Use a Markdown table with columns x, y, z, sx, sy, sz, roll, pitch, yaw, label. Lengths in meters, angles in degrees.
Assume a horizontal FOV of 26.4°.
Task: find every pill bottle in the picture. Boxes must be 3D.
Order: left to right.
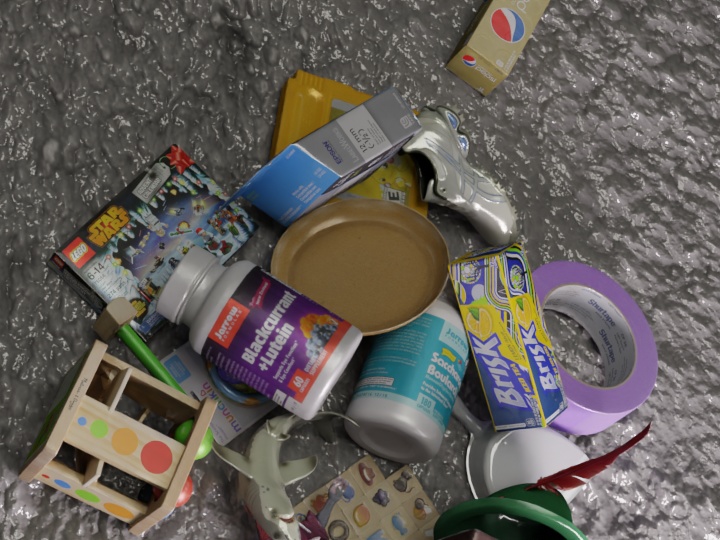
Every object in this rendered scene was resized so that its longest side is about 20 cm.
| x | y | z | sx | sy | sz | roll | pitch | yaw | label |
| --- | --- | --- | --- | --- | --- | --- | --- | --- | --- |
| -0.108 | 0.060 | 1.601 | 0.200 | 0.111 | 0.112 | 31 | 59 | 3 | pill bottle |
| 0.062 | 0.106 | 1.716 | 0.111 | 0.111 | 0.200 | 28 | 61 | -13 | pill bottle |

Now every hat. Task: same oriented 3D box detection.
| x | y | z | sx | sy | sz | roll | pitch | yaw | label |
| --- | --- | --- | --- | --- | --- | --- | --- | --- | --- |
| 0.193 | 0.245 | 1.710 | 0.200 | 0.166 | 0.176 | 21 | 47 | -5 | hat |

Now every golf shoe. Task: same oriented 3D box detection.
| x | y | z | sx | sy | sz | roll | pitch | yaw | label |
| --- | --- | --- | --- | --- | --- | --- | --- | --- | --- |
| 0.110 | -0.096 | 1.828 | 0.097 | 0.078 | 0.200 | -42 | 107 | -28 | golf shoe |

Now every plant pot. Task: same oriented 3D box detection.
| x | y | z | sx | sy | sz | roll | pitch | yaw | label |
| --- | --- | --- | --- | --- | --- | --- | --- | --- | --- |
| 0.000 | 0.000 | 1.713 | 0.199 | 0.028 | 0.200 | -1 | 49 | 2 | plant pot |

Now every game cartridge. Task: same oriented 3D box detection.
| x | y | z | sx | sy | sz | roll | pitch | yaw | label |
| --- | --- | --- | --- | --- | --- | --- | --- | --- | --- |
| -0.008 | -0.134 | 1.825 | 0.200 | 0.032 | 0.177 | 17 | 64 | -20 | game cartridge |

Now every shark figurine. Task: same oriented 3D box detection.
| x | y | z | sx | sy | sz | roll | pitch | yaw | label |
| --- | --- | --- | --- | --- | --- | --- | --- | --- | --- |
| -0.095 | 0.201 | 1.600 | 0.128 | 0.090 | 0.215 | 31 | 35 | -2 | shark figurine |

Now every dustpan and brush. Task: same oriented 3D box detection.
| x | y | z | sx | sy | sz | roll | pitch | yaw | label |
| --- | --- | --- | --- | --- | --- | --- | --- | --- | --- |
| 0.157 | 0.201 | 1.764 | 0.140 | 0.057 | 0.200 | -44 | 98 | -20 | dustpan and brush |

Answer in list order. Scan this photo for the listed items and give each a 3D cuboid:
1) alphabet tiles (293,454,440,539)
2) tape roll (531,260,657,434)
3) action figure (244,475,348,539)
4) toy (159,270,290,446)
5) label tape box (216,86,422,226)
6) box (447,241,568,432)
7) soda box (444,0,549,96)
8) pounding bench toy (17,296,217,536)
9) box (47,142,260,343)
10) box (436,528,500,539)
| x | y | z | sx | sy | sz | roll | pitch | yaw | label |
| --- | --- | --- | --- | --- | --- | --- | --- | --- | --- |
| 0.006 | 0.304 | 1.673 | 0.200 | 0.006 | 0.167 | -31 | 85 | -31 | alphabet tiles |
| 0.253 | 0.091 | 1.820 | 0.200 | 0.066 | 0.200 | 16 | 54 | -23 | tape roll |
| -0.048 | 0.313 | 1.602 | 0.200 | 0.149 | 0.134 | 38 | 27 | 14 | action figure |
| -0.107 | 0.087 | 1.681 | 0.200 | 0.047 | 0.115 | -35 | 86 | -32 | toy |
| -0.045 | -0.112 | 1.694 | 0.200 | 0.143 | 0.066 | -36 | 89 | -35 | label tape box |
| 0.164 | 0.075 | 1.704 | 0.064 | 0.070 | 0.200 | -29 | 104 | -54 | box |
| 0.188 | -0.324 | 1.974 | 0.068 | 0.064 | 0.200 | 35 | 60 | -9 | soda box |
| -0.225 | 0.143 | 1.558 | 0.156 | 0.124 | 0.200 | 28 | 61 | -13 | pounding bench toy |
| -0.223 | -0.028 | 1.677 | 0.137 | 0.040 | 0.200 | 44 | 59 | -3 | box |
| 0.121 | 0.401 | 1.591 | 0.166 | 0.164 | 0.200 | 28 | 62 | -15 | box |
